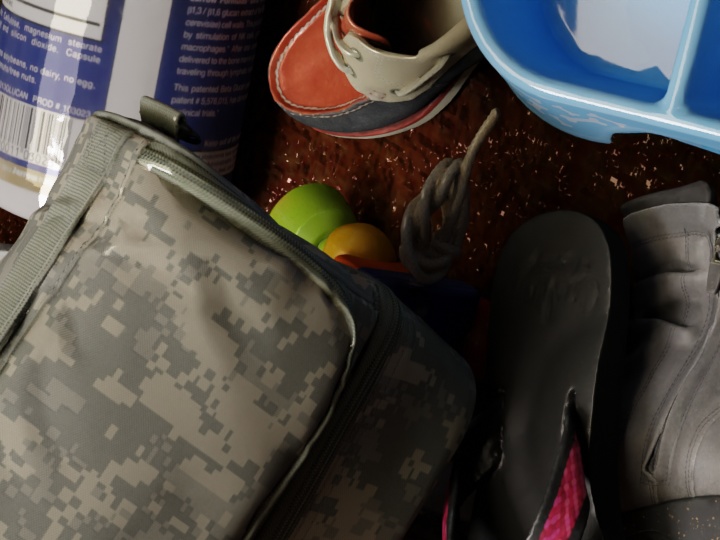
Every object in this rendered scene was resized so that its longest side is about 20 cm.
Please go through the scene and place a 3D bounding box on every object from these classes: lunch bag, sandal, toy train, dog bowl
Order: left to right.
[{"bbox_3d":[-0.081,0.062,0.934,0.139,0.168,0.201,25,79,45],"label":"lunch bag"},{"bbox_3d":[0.000,0.000,1.091,0.116,0.084,0.201,52,128,51],"label":"toy train"},{"bbox_3d":[0.056,0.077,0.951,0.075,0.045,0.201,-6,79,41],"label":"sandal"},{"bbox_3d":[0.122,-0.090,0.917,0.199,0.050,0.112,16,93,26],"label":"dog bowl"}]

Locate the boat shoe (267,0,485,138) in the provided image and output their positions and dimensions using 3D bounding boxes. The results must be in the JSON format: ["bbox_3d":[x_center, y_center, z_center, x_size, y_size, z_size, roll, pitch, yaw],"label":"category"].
[{"bbox_3d":[0.023,-0.101,1.069,0.200,0.062,0.072,-21,77,48],"label":"boat shoe"}]

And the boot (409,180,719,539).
[{"bbox_3d":[0.101,0.038,0.990,0.199,0.070,0.133,-4,85,37],"label":"boot"}]

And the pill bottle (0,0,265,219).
[{"bbox_3d":[-0.094,-0.122,1.163,0.111,0.111,0.201,26,109,45],"label":"pill bottle"}]

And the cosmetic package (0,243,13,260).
[{"bbox_3d":[-0.129,0.067,1.252,0.199,0.051,0.152,4,92,48],"label":"cosmetic package"}]

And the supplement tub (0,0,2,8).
[{"bbox_3d":[-0.221,-0.138,1.279,0.144,0.144,0.201,31,113,43],"label":"supplement tub"}]
